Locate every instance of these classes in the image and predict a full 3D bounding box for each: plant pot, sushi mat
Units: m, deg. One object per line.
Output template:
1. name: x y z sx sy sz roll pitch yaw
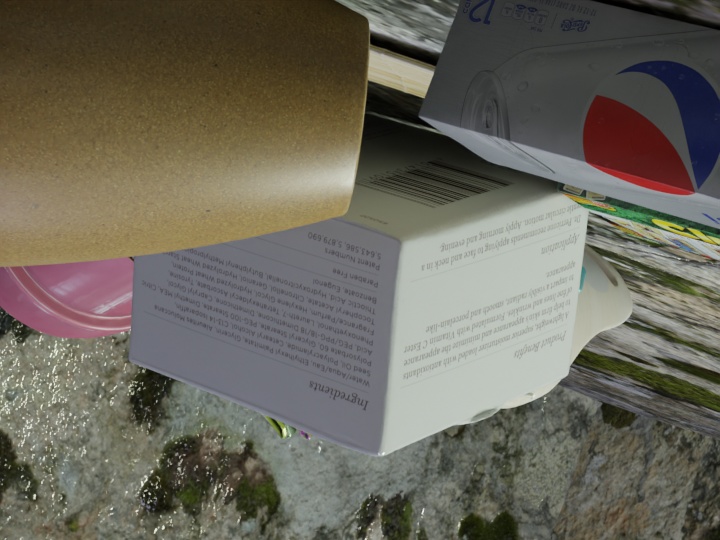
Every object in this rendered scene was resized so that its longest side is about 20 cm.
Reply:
1. plant pot: -0.099 -0.083 1.028 0.198 0.188 0.186 6 177 -4
2. sushi mat: 0.021 -0.103 1.157 0.199 0.012 0.096 20 176 15
3. plant pot: -0.160 -0.060 1.550 0.199 0.202 0.178 23 160 -33

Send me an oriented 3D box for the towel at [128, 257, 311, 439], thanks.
1. towel: -0.077 0.001 1.429 0.200 0.144 0.023 48 128 -9

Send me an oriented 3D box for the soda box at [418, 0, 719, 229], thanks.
1. soda box: 0.126 -0.056 0.851 0.199 0.064 0.068 18 176 31

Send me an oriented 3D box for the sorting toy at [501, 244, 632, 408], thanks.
1. sorting toy: 0.097 -0.010 1.492 0.200 0.107 0.179 41 -156 32

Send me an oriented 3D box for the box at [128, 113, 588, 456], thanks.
1. box: 0.000 0.000 1.310 0.199 0.132 0.198 18 -158 34

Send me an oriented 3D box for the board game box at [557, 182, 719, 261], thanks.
1. board game box: 0.218 -0.017 1.258 0.199 0.024 0.105 18 173 35
